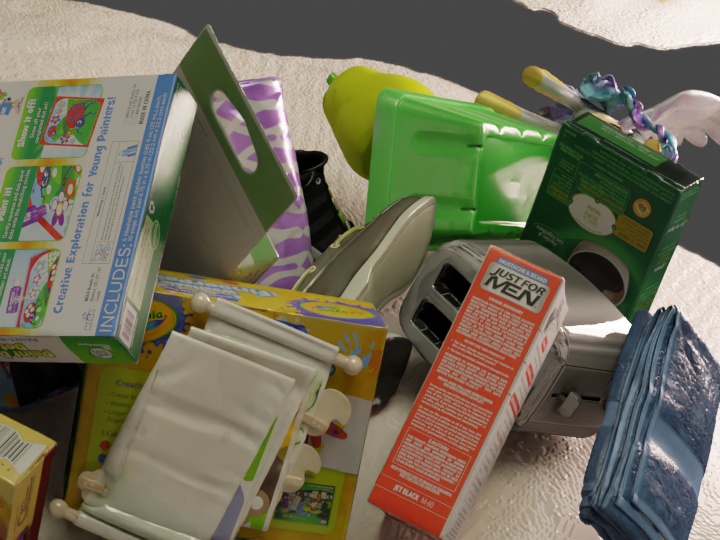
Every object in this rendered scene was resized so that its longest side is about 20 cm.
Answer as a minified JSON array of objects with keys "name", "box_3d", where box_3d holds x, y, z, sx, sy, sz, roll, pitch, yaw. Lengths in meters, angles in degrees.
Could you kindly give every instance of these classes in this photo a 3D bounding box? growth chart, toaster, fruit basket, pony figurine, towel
[{"name":"growth chart","box_3d":[-0.099,0.116,1.273,0.144,0.200,0.018,31,7,-15]},{"name":"toaster","box_3d":[0.121,0.046,1.504,0.129,0.114,0.200,5,34,-51]},{"name":"fruit basket","box_3d":[0.048,-0.095,1.634,0.214,0.156,0.216,6,3,0]},{"name":"pony figurine","box_3d":[0.229,-0.115,1.722,0.200,0.167,0.193,30,7,36]},{"name":"towel","box_3d":[0.227,0.131,1.429,0.048,0.112,0.201,-13,41,38]}]

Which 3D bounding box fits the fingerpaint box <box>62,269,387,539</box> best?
[{"name":"fingerpaint box","box_3d":[-0.097,0.094,1.316,0.199,0.168,0.073,8,12,-11]}]

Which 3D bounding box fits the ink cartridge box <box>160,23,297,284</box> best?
[{"name":"ink cartridge box","box_3d":[-0.106,-0.065,1.351,0.048,0.200,0.146,-15,71,-41]}]

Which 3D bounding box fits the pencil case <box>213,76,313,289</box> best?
[{"name":"pencil case","box_3d":[-0.087,-0.052,1.474,0.085,0.201,0.084,-9,-2,-22]}]

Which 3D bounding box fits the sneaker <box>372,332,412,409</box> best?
[{"name":"sneaker","box_3d":[-0.058,0.082,1.455,0.086,0.081,0.199,28,26,37]}]

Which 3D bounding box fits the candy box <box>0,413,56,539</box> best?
[{"name":"candy box","box_3d":[-0.303,0.124,1.239,0.199,0.117,0.056,25,36,11]}]

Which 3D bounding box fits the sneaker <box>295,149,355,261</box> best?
[{"name":"sneaker","box_3d":[-0.041,-0.055,1.576,0.200,0.083,0.072,27,15,-40]}]

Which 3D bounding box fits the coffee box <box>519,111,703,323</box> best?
[{"name":"coffee box","box_3d":[0.195,-0.018,1.576,0.123,0.201,0.044,33,34,25]}]

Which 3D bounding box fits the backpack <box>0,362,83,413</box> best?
[{"name":"backpack","box_3d":[-0.257,0.010,1.390,0.182,0.135,0.201,-24,77,-12]}]

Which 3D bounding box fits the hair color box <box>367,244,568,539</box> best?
[{"name":"hair color box","box_3d":[0.079,0.093,1.353,0.064,0.201,0.111,26,-8,12]}]

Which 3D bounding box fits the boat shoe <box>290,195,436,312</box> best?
[{"name":"boat shoe","box_3d":[0.000,-0.003,1.453,0.060,0.072,0.202,14,38,21]}]

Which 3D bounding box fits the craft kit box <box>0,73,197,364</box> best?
[{"name":"craft kit box","box_3d":[-0.223,-0.035,1.267,0.196,0.049,0.201,2,62,18]}]
